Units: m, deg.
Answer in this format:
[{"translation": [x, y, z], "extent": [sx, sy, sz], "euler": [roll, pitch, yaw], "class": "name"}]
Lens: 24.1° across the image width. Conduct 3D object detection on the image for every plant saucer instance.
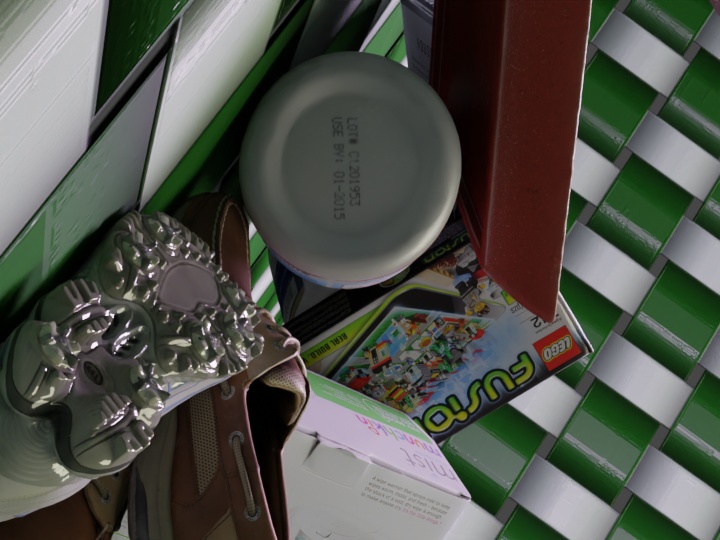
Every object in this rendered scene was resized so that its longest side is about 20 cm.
[{"translation": [0.068, -0.108, 0.855], "extent": [0.201, 0.036, 0.201], "euler": [-106, -165, -55], "class": "plant saucer"}]

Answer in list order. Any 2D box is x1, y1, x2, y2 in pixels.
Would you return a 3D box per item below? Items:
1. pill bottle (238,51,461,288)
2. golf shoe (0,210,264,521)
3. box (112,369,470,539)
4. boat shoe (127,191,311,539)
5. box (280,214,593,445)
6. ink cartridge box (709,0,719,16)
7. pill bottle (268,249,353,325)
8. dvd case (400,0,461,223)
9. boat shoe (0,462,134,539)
[{"translation": [-0.007, -0.046, 0.888], "extent": [0.109, 0.108, 0.200], "euler": [-55, 180, -3], "class": "pill bottle"}, {"translation": [-0.107, 0.038, 0.653], "extent": [0.097, 0.079, 0.200], "euler": [-37, 180, 21], "class": "golf shoe"}, {"translation": [-0.072, 0.138, 0.912], "extent": [0.177, 0.199, 0.097], "euler": [-56, -143, 11], "class": "box"}, {"translation": [-0.056, 0.053, 0.755], "extent": [0.076, 0.071, 0.202], "euler": [58, 26, -56], "class": "boat shoe"}, {"translation": [0.026, 0.052, 0.994], "extent": [0.199, 0.110, 0.035], "euler": [-32, -151, 6], "class": "box"}, {"translation": [0.202, -0.260, 0.893], "extent": [0.083, 0.201, 0.176], "euler": [-27, 173, -13], "class": "ink cartridge box"}, {"translation": [0.000, 0.000, 1.097], "extent": [0.116, 0.115, 0.200], "euler": [-55, -157, 18], "class": "pill bottle"}, {"translation": [0.067, -0.066, 1.074], "extent": [0.150, 0.025, 0.202], "euler": [-128, -151, -62], "class": "dvd case"}, {"translation": [-0.134, 0.093, 0.729], "extent": [0.074, 0.075, 0.200], "euler": [-59, -173, 6], "class": "boat shoe"}]
